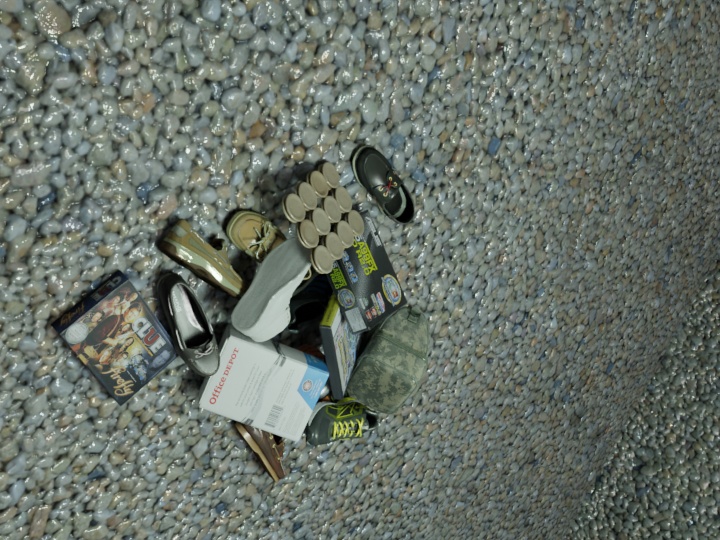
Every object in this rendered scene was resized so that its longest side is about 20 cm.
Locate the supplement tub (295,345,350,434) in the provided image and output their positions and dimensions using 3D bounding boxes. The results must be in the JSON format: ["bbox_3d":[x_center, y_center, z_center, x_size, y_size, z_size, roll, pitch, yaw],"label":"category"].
[{"bbox_3d":[-0.090,0.250,1.702,0.122,0.122,0.201,-40,137,-20],"label":"supplement tub"}]

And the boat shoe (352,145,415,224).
[{"bbox_3d":[0.050,-0.166,1.631,0.074,0.063,0.202,-47,138,-10],"label":"boat shoe"}]

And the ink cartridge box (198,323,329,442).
[{"bbox_3d":[-0.178,0.205,1.540,0.199,0.086,0.147,23,99,-14],"label":"ink cartridge box"}]

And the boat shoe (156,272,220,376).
[{"bbox_3d":[-0.284,0.098,1.410,0.067,0.057,0.201,-29,113,-23],"label":"boat shoe"}]

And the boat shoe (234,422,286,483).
[{"bbox_3d":[-0.187,0.357,1.709,0.070,0.070,0.201,-37,136,-17],"label":"boat shoe"}]

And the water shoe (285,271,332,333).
[{"bbox_3d":[-0.080,0.056,1.622,0.200,0.079,0.072,-36,136,-26],"label":"water shoe"}]

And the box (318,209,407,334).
[{"bbox_3d":[0.000,0.000,1.578,0.160,0.044,0.201,-28,96,-56],"label":"box"}]

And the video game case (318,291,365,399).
[{"bbox_3d":[-0.031,0.115,1.620,0.181,0.025,0.201,-70,159,-45],"label":"video game case"}]

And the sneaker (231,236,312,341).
[{"bbox_3d":[-0.143,0.035,1.481,0.200,0.074,0.116,-51,160,-9],"label":"sneaker"}]

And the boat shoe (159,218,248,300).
[{"bbox_3d":[-0.246,-0.019,1.417,0.200,0.071,0.077,44,69,-50],"label":"boat shoe"}]

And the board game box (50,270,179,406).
[{"bbox_3d":[-0.392,0.113,1.371,0.135,0.035,0.201,-42,138,-19],"label":"board game box"}]

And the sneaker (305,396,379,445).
[{"bbox_3d":[-0.032,0.288,1.608,0.200,0.084,0.075,-14,113,-59],"label":"sneaker"}]

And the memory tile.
[{"bbox_3d":[-0.064,-0.096,1.480,0.154,0.017,0.200,61,33,-15],"label":"memory tile"}]

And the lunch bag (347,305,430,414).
[{"bbox_3d":[0.064,0.182,1.761,0.168,0.139,0.200,-61,179,-37],"label":"lunch bag"}]

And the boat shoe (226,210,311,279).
[{"bbox_3d":[-0.157,-0.043,1.493,0.074,0.063,0.200,-57,140,0],"label":"boat shoe"}]
